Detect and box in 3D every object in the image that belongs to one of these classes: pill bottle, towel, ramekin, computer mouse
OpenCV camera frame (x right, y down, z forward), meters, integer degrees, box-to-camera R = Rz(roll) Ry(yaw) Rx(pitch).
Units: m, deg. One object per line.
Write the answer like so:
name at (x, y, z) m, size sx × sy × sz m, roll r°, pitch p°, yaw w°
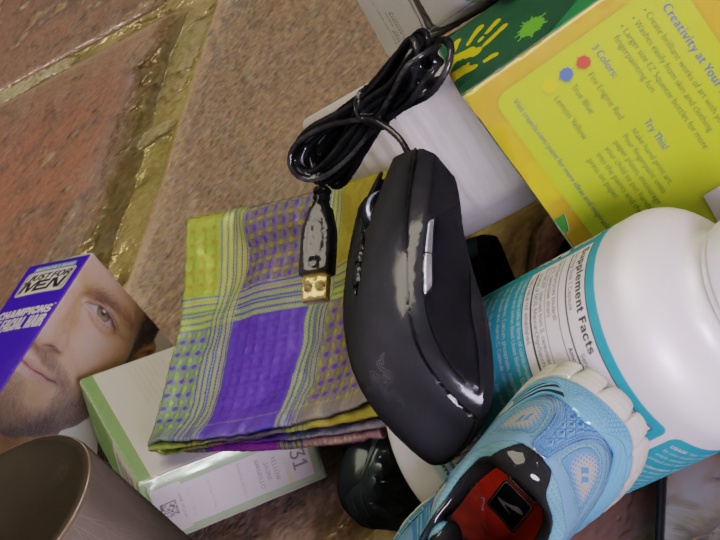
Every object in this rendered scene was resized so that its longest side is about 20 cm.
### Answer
pill bottle at (0.113, 0.043, 1.046) m, size 0.200 × 0.111 × 0.111 m, roll -30°, pitch 27°, yaw 38°
towel at (-0.036, 0.022, 1.190) m, size 0.200 × 0.023 × 0.144 m, roll -10°, pitch 63°, yaw 48°
ramekin at (0.076, -0.088, 1.240) m, size 0.202 × 0.094 × 0.202 m, roll -30°, pitch 5°, yaw 3°
computer mouse at (0.000, 0.000, 1.062) m, size 0.140 × 0.046 × 0.201 m, roll -37°, pitch 53°, yaw 53°

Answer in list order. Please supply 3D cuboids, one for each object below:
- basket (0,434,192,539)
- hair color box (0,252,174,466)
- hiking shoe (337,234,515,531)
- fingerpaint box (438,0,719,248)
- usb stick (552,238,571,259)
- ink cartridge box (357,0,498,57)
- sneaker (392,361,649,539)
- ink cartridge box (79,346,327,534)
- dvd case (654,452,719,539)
basket at (-0.107, 0.181, 1.051) m, size 0.180 × 0.200 × 0.136 m, roll -13°, pitch 37°, yaw 42°
hair color box at (-0.190, 0.099, 1.375) m, size 0.065 × 0.109 × 0.200 m, roll -12°, pitch 38°, yaw 41°
hiking shoe at (0.021, 0.063, 1.205) m, size 0.086 × 0.075 × 0.200 m, roll -9°, pitch 32°, yaw 29°
fingerpaint box at (0.161, -0.070, 1.103) m, size 0.167 × 0.200 × 0.073 m, roll -35°, pitch 26°, yaw 8°
usb stick at (0.134, -0.019, 1.243) m, size 0.055 × 0.033 × 0.200 m, roll -18°, pitch 33°, yaw 51°
ink cartridge box at (0.079, -0.190, 1.184) m, size 0.146 × 0.084 × 0.200 m, roll -31°, pitch 3°, yaw -15°
sneaker at (0.041, 0.126, 0.999) m, size 0.090 × 0.078 × 0.200 m, roll -30°, pitch -27°, yaw -52°
ink cartridge box at (-0.047, 0.070, 1.316) m, size 0.199 × 0.048 × 0.146 m, roll -20°, pitch 25°, yaw -12°
dvd case at (0.192, 0.097, 1.011) m, size 0.142 × 0.018 × 0.200 m, roll -24°, pitch 31°, yaw 25°
